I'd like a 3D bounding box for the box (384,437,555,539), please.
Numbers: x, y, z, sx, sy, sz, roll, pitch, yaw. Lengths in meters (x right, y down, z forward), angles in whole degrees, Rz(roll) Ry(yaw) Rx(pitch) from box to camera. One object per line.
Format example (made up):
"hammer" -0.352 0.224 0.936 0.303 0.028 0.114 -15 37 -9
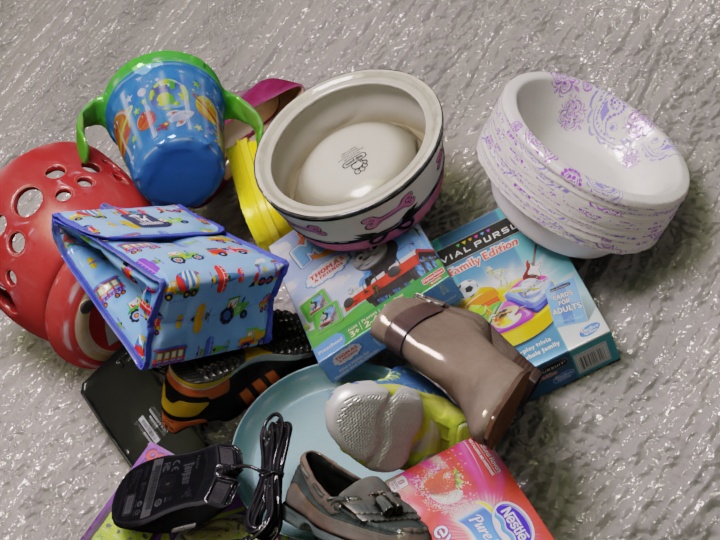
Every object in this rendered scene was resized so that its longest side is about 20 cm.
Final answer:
"box" 0.109 0.244 1.125 0.099 0.096 0.201 -26 45 -7

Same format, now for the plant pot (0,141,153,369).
"plant pot" -0.290 -0.010 1.470 0.182 0.201 0.200 35 72 33

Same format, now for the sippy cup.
"sippy cup" -0.199 -0.139 1.454 0.176 0.140 0.131 -30 45 9

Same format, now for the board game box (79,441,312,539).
"board game box" -0.152 0.251 1.279 0.198 0.032 0.121 24 69 28

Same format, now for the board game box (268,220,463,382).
"board game box" 0.000 0.000 1.371 0.150 0.037 0.201 -34 38 4

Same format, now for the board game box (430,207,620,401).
"board game box" 0.139 0.033 1.327 0.149 0.047 0.201 -26 46 3

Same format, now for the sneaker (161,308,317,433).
"sneaker" -0.117 0.101 1.349 0.070 0.091 0.199 41 35 28

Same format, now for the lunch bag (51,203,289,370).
"lunch bag" -0.190 -0.006 1.307 0.149 0.095 0.199 -10 35 -43

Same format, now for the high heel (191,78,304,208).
"high heel" -0.136 -0.149 1.597 0.095 0.068 0.201 -7 36 34

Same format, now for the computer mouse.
"computer mouse" -0.139 0.218 1.229 0.198 0.046 0.142 -22 41 22

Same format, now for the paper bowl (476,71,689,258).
"paper bowl" 0.205 -0.091 1.321 0.198 0.105 0.202 19 35 -14

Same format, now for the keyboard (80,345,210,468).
"keyboard" -0.195 0.156 1.388 0.104 0.040 0.200 -42 60 1

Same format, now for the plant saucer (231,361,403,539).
"plant saucer" -0.022 0.171 1.281 0.197 0.028 0.202 -6 47 6

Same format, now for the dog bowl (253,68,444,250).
"dog bowl" -0.003 -0.105 1.376 0.197 0.074 0.202 -12 47 13

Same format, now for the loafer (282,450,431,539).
"loafer" -0.008 0.191 1.133 0.199 0.071 0.064 3 85 59

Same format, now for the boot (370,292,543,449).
"boot" 0.074 0.078 1.179 0.145 0.200 0.071 30 104 12

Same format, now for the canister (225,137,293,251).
"canister" -0.035 -0.112 1.506 0.198 0.087 0.149 -24 46 3

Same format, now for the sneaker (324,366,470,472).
"sneaker" 0.025 0.125 1.197 0.105 0.199 0.076 38 100 47
